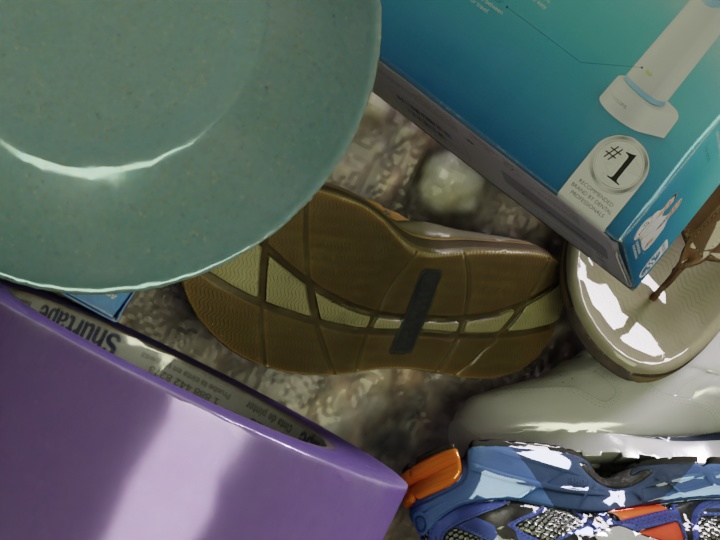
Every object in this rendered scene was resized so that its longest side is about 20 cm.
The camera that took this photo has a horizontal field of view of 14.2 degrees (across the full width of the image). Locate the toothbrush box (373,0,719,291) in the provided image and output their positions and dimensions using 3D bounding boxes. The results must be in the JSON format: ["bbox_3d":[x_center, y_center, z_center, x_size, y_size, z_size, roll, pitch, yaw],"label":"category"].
[{"bbox_3d":[0.111,-0.119,1.143,0.146,0.085,0.200,37,85,15],"label":"toothbrush box"}]

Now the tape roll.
[{"bbox_3d":[-0.088,0.073,1.076,0.199,0.200,0.085,25,92,-25],"label":"tape roll"}]

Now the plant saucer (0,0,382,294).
[{"bbox_3d":[-0.093,-0.089,1.057,0.200,0.039,0.202,-6,118,-11],"label":"plant saucer"}]

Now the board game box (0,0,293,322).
[{"bbox_3d":[-0.102,-0.096,1.094,0.151,0.037,0.200,29,105,-25],"label":"board game box"}]

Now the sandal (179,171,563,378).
[{"bbox_3d":[0.000,0.000,1.180,0.199,0.054,0.081,9,113,-40],"label":"sandal"}]

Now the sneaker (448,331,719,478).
[{"bbox_3d":[0.130,0.050,1.242,0.199,0.076,0.081,-4,80,-18],"label":"sneaker"}]

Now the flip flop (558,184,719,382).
[{"bbox_3d":[0.160,-0.037,1.213,0.200,0.058,0.081,-42,87,-18],"label":"flip flop"}]

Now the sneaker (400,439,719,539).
[{"bbox_3d":[0.108,0.120,1.193,0.199,0.075,0.079,5,72,-19],"label":"sneaker"}]
